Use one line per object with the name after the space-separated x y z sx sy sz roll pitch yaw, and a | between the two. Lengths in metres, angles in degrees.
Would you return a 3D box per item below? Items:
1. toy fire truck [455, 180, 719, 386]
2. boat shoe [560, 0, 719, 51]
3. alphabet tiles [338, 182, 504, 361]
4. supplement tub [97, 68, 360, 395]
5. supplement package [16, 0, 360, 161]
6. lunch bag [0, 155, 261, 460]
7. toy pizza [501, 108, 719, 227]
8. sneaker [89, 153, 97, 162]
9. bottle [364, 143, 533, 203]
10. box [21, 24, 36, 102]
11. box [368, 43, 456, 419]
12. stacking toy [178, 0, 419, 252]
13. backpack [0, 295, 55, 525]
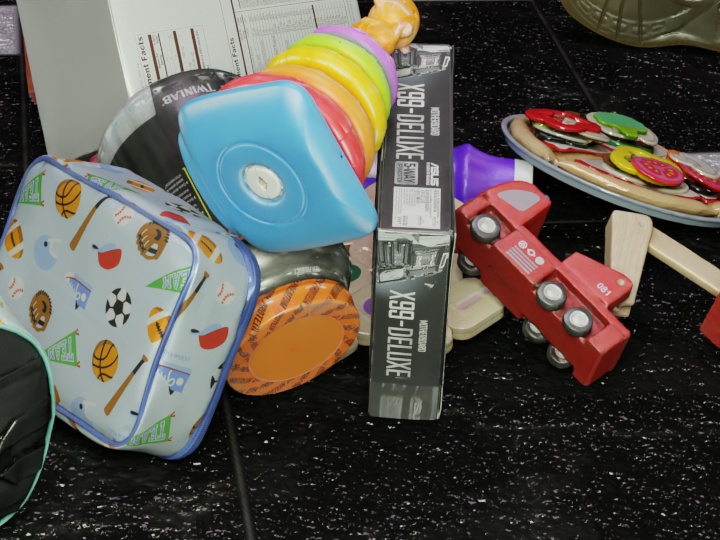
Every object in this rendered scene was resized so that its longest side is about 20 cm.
0.170 0.003 1.560 0.141 0.049 0.200 -33 68 -29 | toy fire truck
0.280 -0.243 2.106 0.200 0.073 0.063 8 20 4 | boat shoe
0.000 0.000 1.610 0.195 0.015 0.200 -32 49 -30 | alphabet tiles
-0.085 -0.025 1.522 0.122 0.123 0.200 -12 56 -27 | supplement tub
-0.130 -0.177 1.764 0.199 0.148 0.191 -12 -2 -28 | supplement package
-0.159 0.024 1.447 0.075 0.161 0.200 10 13 -46 | lunch bag
0.204 -0.086 1.763 0.199 0.032 0.200 17 17 -5 | toy pizza
-0.196 -0.033 1.638 0.086 0.074 0.200 -2 27 -7 | sneaker
0.029 -0.065 1.730 0.199 0.066 0.084 4 32 1 | bottle
-0.184 -0.209 1.950 0.094 0.103 0.200 15 27 34 | box
0.033 -0.027 1.508 0.050 0.158 0.200 2 40 0 | box
-0.016 -0.113 1.441 0.109 0.116 0.200 -8 34 39 | stacking toy
-0.279 0.076 1.302 0.199 0.176 0.153 -6 32 -26 | backpack
